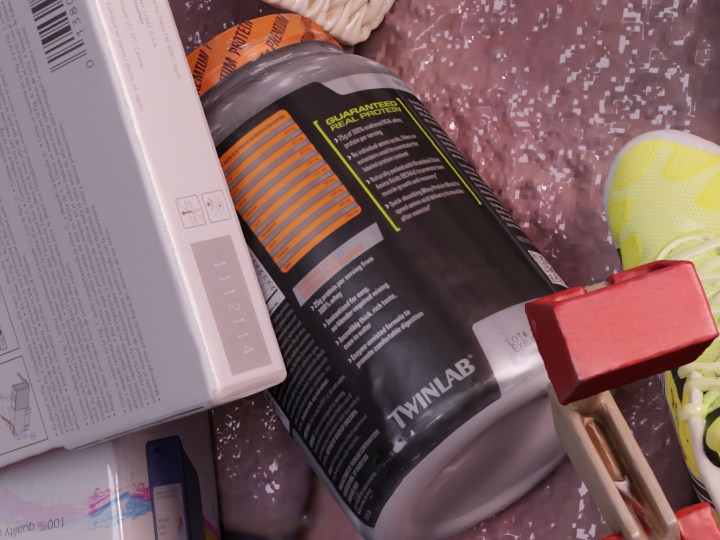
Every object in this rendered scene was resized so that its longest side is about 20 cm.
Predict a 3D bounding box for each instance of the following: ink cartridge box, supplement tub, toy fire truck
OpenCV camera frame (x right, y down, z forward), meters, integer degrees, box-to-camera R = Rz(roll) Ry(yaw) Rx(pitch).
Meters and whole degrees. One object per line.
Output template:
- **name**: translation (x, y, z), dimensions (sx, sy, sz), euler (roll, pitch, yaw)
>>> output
- **ink cartridge box**: translation (-0.141, 0.115, 0.888), dimensions (0.145, 0.087, 0.200), euler (-14, 73, 23)
- **supplement tub**: translation (0.000, 0.000, 0.820), dimensions (0.123, 0.123, 0.200), euler (-42, 65, 13)
- **ink cartridge box**: translation (-0.131, -0.028, 0.812), dimensions (0.176, 0.045, 0.200), euler (-20, 87, 40)
- **toy fire truck**: translation (0.093, 0.081, 0.715), dimensions (0.049, 0.200, 0.141), euler (-18, 80, -8)

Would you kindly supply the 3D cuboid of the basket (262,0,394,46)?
- **basket**: translation (-0.046, -0.229, 0.864), dimensions (0.200, 0.161, 0.198), euler (36, 97, 27)

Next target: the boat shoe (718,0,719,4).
- **boat shoe**: translation (0.151, -0.186, 0.810), dimensions (0.091, 0.071, 0.200), euler (-25, 74, 13)

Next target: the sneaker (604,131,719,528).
- **sneaker**: translation (0.144, 0.033, 0.761), dimensions (0.075, 0.076, 0.200), euler (-30, 69, 19)
